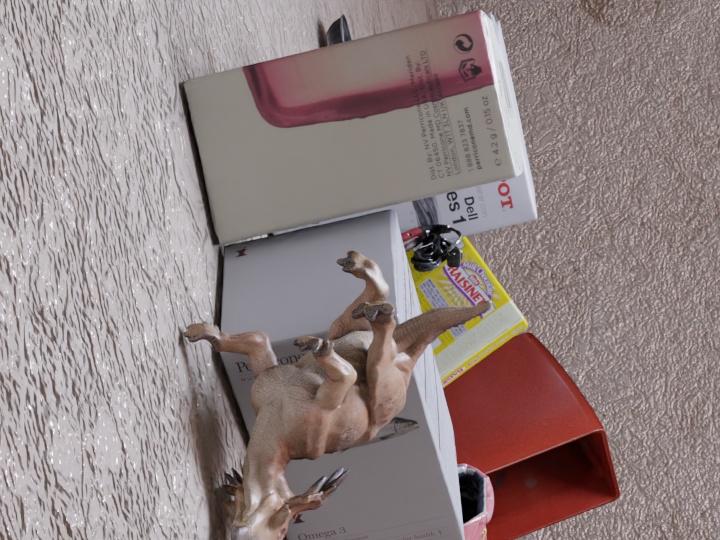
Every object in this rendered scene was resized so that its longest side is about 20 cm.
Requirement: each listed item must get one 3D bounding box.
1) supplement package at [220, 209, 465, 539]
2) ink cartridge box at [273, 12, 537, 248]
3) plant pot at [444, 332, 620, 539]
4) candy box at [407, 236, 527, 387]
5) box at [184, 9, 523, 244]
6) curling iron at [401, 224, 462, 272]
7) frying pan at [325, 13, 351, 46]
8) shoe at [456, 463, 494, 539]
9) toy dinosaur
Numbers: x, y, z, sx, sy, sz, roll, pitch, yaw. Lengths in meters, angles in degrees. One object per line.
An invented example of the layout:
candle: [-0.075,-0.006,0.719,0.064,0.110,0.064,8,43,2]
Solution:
supplement package: [-0.010,0.081,1.212,0.118,0.116,0.201,-91,167,-54]
ink cartridge box: [0.023,-0.094,1.402,0.084,0.198,0.147,-90,166,-68]
plant pot: [0.184,0.196,2.268,0.200,0.199,0.177,67,3,-57]
candy box: [0.035,-0.006,1.467,0.201,0.102,0.026,56,1,25]
box: [0.000,-0.094,1.229,0.128,0.198,0.110,-36,113,-82]
curling iron: [0.000,0.000,1.312,0.199,0.049,0.026,-19,113,-40]
frying pan: [-0.008,-0.181,1.957,0.191,0.031,0.116,75,7,-47]
shoe: [0.032,0.210,1.263,0.200,0.071,0.092,-40,141,-53]
toy dinosaur: [-0.015,0.078,1.075,0.086,0.199,0.136,30,-40,52]
